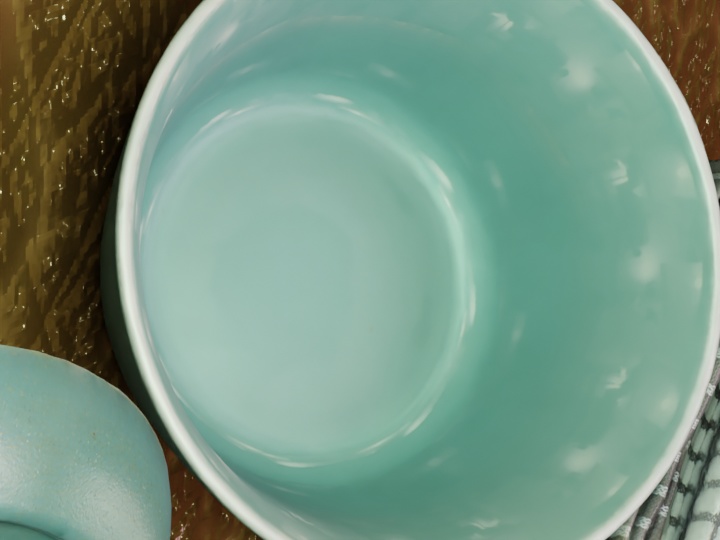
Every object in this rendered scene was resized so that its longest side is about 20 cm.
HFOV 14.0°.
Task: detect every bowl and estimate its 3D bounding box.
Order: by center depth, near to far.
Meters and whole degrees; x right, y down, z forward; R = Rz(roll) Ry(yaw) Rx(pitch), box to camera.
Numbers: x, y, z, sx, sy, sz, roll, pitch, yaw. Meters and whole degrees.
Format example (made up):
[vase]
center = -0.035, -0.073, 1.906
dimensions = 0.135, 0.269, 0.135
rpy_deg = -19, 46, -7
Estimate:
[bowl]
center = 0.000, 0.000, 0.894
dimensions = 0.200, 0.105, 0.201
rpy_deg = 4, 82, -26

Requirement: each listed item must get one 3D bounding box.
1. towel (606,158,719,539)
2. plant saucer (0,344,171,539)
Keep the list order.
[towel]
center = 0.066, 0.046, 1.012
dimensions = 0.085, 0.200, 0.166
rpy_deg = 31, 67, -20
[plant saucer]
center = -0.124, 0.092, 0.606
dimensions = 0.200, 0.027, 0.200
rpy_deg = -24, 147, -17
